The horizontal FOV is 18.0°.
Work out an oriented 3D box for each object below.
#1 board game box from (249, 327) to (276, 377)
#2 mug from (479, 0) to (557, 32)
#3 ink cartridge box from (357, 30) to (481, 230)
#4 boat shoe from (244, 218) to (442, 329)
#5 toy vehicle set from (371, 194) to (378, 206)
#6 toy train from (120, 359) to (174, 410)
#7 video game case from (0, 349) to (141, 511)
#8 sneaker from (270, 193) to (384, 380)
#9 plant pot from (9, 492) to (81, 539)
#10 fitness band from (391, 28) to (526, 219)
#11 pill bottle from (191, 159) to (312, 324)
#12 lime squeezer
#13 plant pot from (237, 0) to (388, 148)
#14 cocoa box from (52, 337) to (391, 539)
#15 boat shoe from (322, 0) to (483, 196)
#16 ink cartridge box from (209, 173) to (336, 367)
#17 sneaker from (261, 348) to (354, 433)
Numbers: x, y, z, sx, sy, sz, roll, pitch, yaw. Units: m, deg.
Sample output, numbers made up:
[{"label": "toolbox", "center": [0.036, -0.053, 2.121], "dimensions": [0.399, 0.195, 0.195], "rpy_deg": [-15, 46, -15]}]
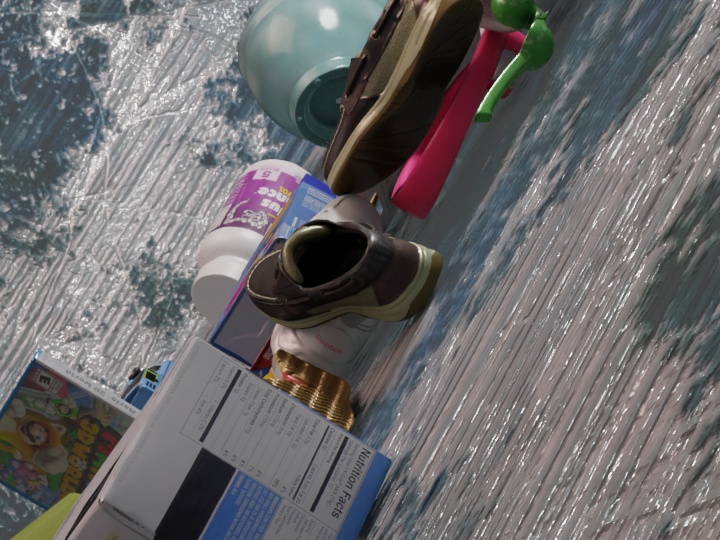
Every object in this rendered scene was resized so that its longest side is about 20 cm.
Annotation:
[{"label": "board game box", "center": [-0.092, 0.141, 1.697], "dimensions": [0.200, 0.019, 0.103], "rpy_deg": [-58, -23, -2]}, {"label": "mug", "center": [0.090, -0.287, 1.717], "dimensions": [0.148, 0.200, 0.176], "rpy_deg": [138, 155, -79]}, {"label": "ink cartridge box", "center": [0.034, -0.125, 1.888], "dimensions": [0.200, 0.050, 0.161], "rpy_deg": [-57, -13, -9]}, {"label": "boat shoe", "center": [-0.024, -0.004, 1.544], "dimensions": [0.201, 0.066, 0.072], "rpy_deg": [0, 58, 56]}, {"label": "toy vehicle set", "center": [-0.024, -0.004, 1.930], "dimensions": [0.200, 0.026, 0.124], "rpy_deg": [-65, -4, -53]}, {"label": "toy train", "center": [-0.171, 0.137, 2.139], "dimensions": [0.087, 0.114, 0.200], "rpy_deg": [-57, 6, 10]}, {"label": "video game case", "center": [-0.217, 0.168, 1.930], "dimensions": [0.143, 0.200, 0.018], "rpy_deg": [-54, 7, 34]}, {"label": "sneaker", "center": [0.000, 0.000, 1.664], "dimensions": [0.099, 0.078, 0.200], "rpy_deg": [-47, 20, 33]}, {"label": "plant pot", "center": [-0.246, 0.280, 1.779], "dimensions": [0.190, 0.200, 0.200], "rpy_deg": [-48, 2, -17]}, {"label": "fitness band", "center": [0.075, -0.120, 1.773], "dimensions": [0.144, 0.037, 0.200], "rpy_deg": [-55, 5, 29]}, {"label": "pill bottle", "center": [-0.119, -0.027, 2.594], "dimensions": [0.112, 0.112, 0.200], "rpy_deg": [-53, 8, 44]}, {"label": "lime squeezer", "center": [0.097, -0.173, 1.607], "dimensions": [0.038, 0.071, 0.200], "rpy_deg": [84, 176, -50]}, {"label": "plant pot", "center": [-0.035, -0.228, 2.688], "dimensions": [0.200, 0.200, 0.134], "rpy_deg": [-55, 33, 28]}, {"label": "cocoa box", "center": [-0.096, 0.161, 1.242], "dimensions": [0.200, 0.131, 0.133], "rpy_deg": [-53, 7, 46]}, {"label": "boat shoe", "center": [0.024, -0.142, 1.705], "dimensions": [0.073, 0.065, 0.200], "rpy_deg": [-5, -42, -46]}, {"label": "ink cartridge box", "center": [-0.066, -0.002, 2.192], "dimensions": [0.137, 0.076, 0.200], "rpy_deg": [-56, 4, 23]}, {"label": "sneaker", "center": [-0.051, 0.116, 1.470], "dimensions": [0.200, 0.075, 0.090], "rpy_deg": [-53, -13, -80]}]
